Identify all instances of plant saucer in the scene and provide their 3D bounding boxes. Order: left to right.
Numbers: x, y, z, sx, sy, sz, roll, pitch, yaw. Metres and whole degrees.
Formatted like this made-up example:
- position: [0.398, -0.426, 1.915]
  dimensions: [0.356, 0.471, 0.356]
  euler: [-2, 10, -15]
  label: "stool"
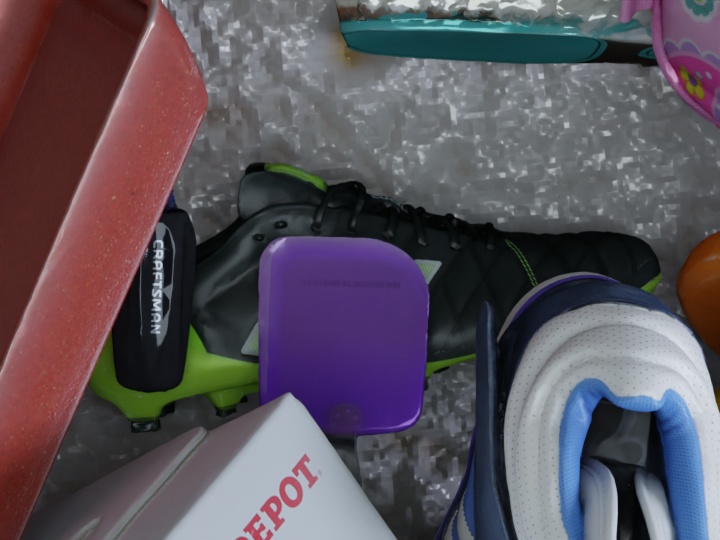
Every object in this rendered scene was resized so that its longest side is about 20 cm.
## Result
- position: [-0.113, -0.003, 0.903]
  dimensions: [0.037, 0.200, 0.200]
  euler: [22, 96, -24]
  label: "plant saucer"

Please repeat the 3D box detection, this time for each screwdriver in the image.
- position: [-0.061, -0.059, 0.924]
  dimensions: [0.029, 0.028, 0.200]
  euler: [10, 101, 18]
  label: "screwdriver"

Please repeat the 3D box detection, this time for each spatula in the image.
- position: [-0.005, 0.089, 0.939]
  dimensions: [0.056, 0.021, 0.200]
  euler: [0, 99, 10]
  label: "spatula"

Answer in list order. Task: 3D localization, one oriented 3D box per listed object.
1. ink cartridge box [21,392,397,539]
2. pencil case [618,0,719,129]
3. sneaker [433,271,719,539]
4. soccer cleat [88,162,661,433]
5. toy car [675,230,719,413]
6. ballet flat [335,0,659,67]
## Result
- position: [-0.045, 0.169, 0.854]
  dimensions: [0.145, 0.145, 0.200]
  euler: [-26, 103, 37]
  label: "ink cartridge box"
- position: [0.174, -0.111, 0.910]
  dimensions: [0.200, 0.087, 0.087]
  euler: [-34, 99, -31]
  label: "pencil case"
- position: [0.062, 0.103, 0.879]
  dimensions: [0.080, 0.146, 0.200]
  euler: [8, 99, -4]
  label: "sneaker"
- position: [0.000, 0.000, 0.969]
  dimensions: [0.200, 0.068, 0.081]
  euler: [-10, 97, 1]
  label: "soccer cleat"
- position: [0.201, 0.015, 0.950]
  dimensions: [0.200, 0.175, 0.150]
  euler: [-5, 61, -2]
  label: "toy car"
- position: [0.089, -0.097, 0.966]
  dimensions: [0.200, 0.072, 0.072]
  euler: [5, 97, -10]
  label: "ballet flat"
